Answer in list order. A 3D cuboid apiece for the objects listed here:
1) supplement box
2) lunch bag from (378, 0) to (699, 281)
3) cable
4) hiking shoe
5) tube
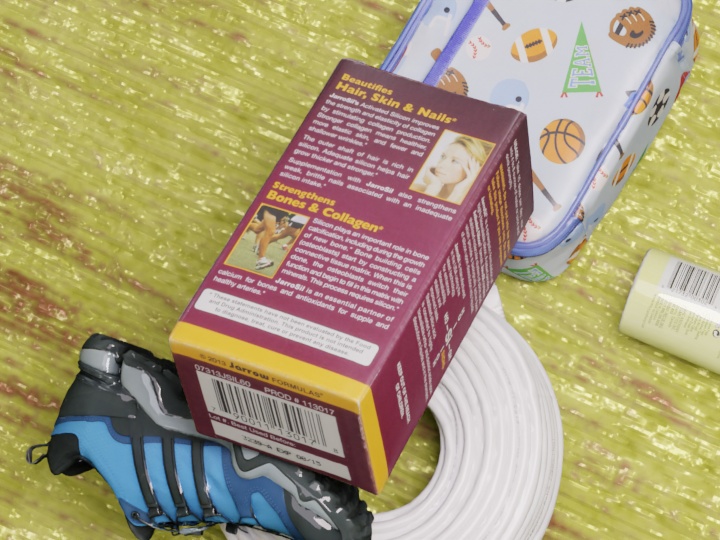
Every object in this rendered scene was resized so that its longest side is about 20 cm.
[{"bbox_3d":[0.000,0.000,1.287,0.110,0.086,0.200,18,57,21],"label":"supplement box"},{"bbox_3d":[0.086,-0.101,1.416,0.160,0.076,0.200,31,82,18],"label":"lunch bag"},{"bbox_3d":[0.012,0.099,1.379,0.199,0.069,0.201,-28,73,2],"label":"cable"},{"bbox_3d":[-0.080,0.113,1.330,0.200,0.074,0.087,30,94,29],"label":"hiking shoe"},{"bbox_3d":[0.241,0.047,1.368,0.199,0.052,0.058,20,122,11],"label":"tube"}]
